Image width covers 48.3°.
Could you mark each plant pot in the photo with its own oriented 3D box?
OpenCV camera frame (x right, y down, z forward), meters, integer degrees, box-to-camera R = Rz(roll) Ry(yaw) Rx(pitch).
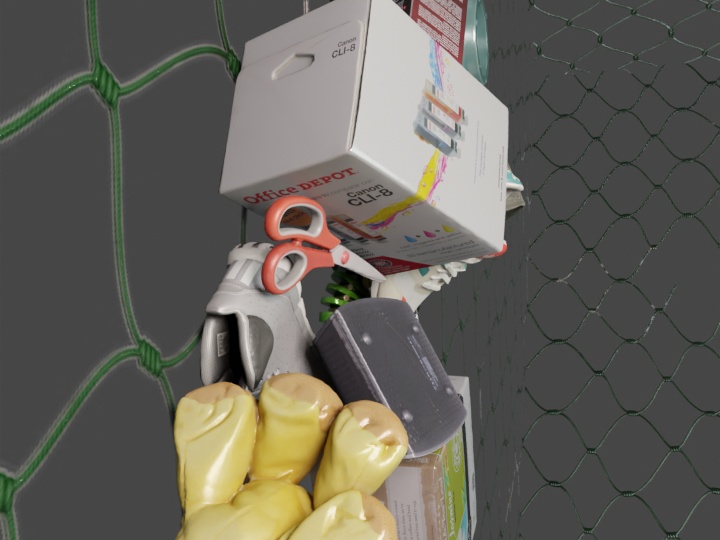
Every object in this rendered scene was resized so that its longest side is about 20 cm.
[{"bbox_3d":[0.101,-0.305,1.086,0.200,0.134,0.201,0,90,-73],"label":"plant pot"}]

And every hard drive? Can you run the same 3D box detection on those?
[{"bbox_3d":[0.029,0.089,0.674,0.135,0.042,0.200,62,16,9],"label":"hard drive"}]

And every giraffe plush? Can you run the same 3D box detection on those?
[{"bbox_3d":[-0.053,0.190,0.540,0.162,0.172,0.200,80,32,-50],"label":"giraffe plush"}]

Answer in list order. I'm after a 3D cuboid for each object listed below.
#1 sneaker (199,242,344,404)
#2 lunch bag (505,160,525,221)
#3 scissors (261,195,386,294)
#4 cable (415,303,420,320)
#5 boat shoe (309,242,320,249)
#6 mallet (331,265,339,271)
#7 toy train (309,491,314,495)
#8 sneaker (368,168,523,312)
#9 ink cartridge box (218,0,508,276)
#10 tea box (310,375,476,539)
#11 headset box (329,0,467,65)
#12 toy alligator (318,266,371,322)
[{"bbox_3d":[-0.074,0.087,0.629,0.200,0.075,0.116,66,31,-29],"label":"sneaker"},{"bbox_3d":[0.102,-0.113,1.031,0.200,0.117,0.164,131,-57,-69],"label":"lunch bag"},{"bbox_3d":[-0.018,-0.019,0.642,0.200,0.014,0.073,-2,104,-60],"label":"scissors"},{"bbox_3d":[0.030,0.041,0.999,0.200,0.051,0.164,24,61,-68],"label":"cable"},{"bbox_3d":[-0.013,-0.073,0.840,0.201,0.070,0.072,-63,166,-58],"label":"boat shoe"},{"bbox_3d":[0.006,-0.055,0.941,0.200,0.041,0.066,-67,154,-43],"label":"mallet"},{"bbox_3d":[-0.025,0.204,0.681,0.150,0.056,0.200,-52,-163,27],"label":"toy train"},{"bbox_3d":[0.083,-0.021,0.771,0.070,0.093,0.200,7,113,-60],"label":"sneaker"},{"bbox_3d":[0.009,-0.102,0.661,0.200,0.145,0.145,28,61,-43],"label":"ink cartridge box"},{"bbox_3d":[0.045,0.242,0.871,0.197,0.133,0.201,-50,137,-63],"label":"tea box"},{"bbox_3d":[0.029,-0.229,0.806,0.077,0.149,0.200,26,57,-33],"label":"headset box"},{"bbox_3d":[0.000,0.000,0.843,0.054,0.059,0.200,29,72,-22],"label":"toy alligator"}]
